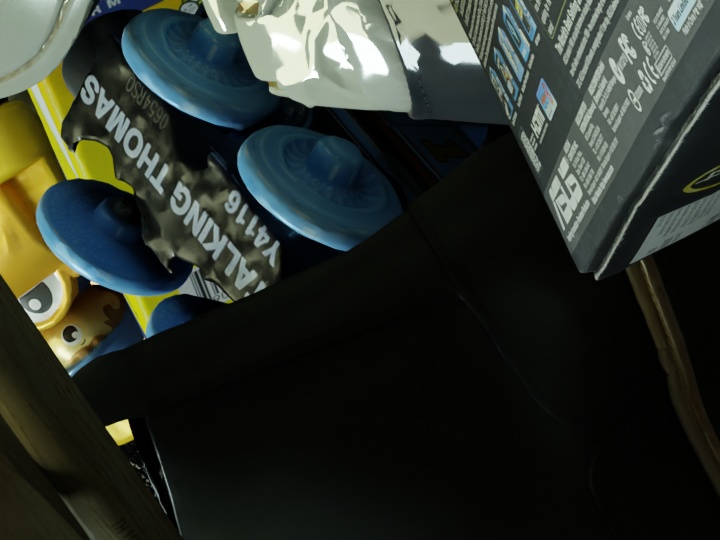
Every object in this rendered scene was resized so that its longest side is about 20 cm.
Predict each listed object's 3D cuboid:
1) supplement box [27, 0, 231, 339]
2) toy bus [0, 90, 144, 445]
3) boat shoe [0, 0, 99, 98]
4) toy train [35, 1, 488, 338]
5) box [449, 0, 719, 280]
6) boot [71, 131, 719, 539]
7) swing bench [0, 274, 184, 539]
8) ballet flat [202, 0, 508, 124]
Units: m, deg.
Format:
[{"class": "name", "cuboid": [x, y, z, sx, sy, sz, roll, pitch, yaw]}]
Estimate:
[{"class": "supplement box", "cuboid": [-0.056, -0.080, 0.948, 0.109, 0.109, 0.200, 60, 173, 36]}, {"class": "toy bus", "cuboid": [-0.087, 0.004, 1.152, 0.193, 0.135, 0.200, 60, -148, -2]}, {"class": "boat shoe", "cuboid": [-0.082, -0.108, 0.760, 0.075, 0.062, 0.200, 37, 148, -4]}, {"class": "toy train", "cuboid": [0.000, 0.000, 0.790, 0.200, 0.114, 0.087, 48, 124, 29]}, {"class": "box", "cuboid": [0.029, -0.094, 0.458, 0.162, 0.049, 0.200, 62, 174, 9]}, {"class": "boot", "cuboid": [0.024, 0.056, 0.671, 0.078, 0.138, 0.201, 57, 171, 51]}, {"class": "swing bench", "cuboid": [-0.110, 0.125, 0.596, 0.200, 0.199, 0.130, 53, 164, -24]}, {"class": "ballet flat", "cuboid": [-0.002, -0.070, 0.723, 0.073, 0.073, 0.200, 68, 173, -25]}]
